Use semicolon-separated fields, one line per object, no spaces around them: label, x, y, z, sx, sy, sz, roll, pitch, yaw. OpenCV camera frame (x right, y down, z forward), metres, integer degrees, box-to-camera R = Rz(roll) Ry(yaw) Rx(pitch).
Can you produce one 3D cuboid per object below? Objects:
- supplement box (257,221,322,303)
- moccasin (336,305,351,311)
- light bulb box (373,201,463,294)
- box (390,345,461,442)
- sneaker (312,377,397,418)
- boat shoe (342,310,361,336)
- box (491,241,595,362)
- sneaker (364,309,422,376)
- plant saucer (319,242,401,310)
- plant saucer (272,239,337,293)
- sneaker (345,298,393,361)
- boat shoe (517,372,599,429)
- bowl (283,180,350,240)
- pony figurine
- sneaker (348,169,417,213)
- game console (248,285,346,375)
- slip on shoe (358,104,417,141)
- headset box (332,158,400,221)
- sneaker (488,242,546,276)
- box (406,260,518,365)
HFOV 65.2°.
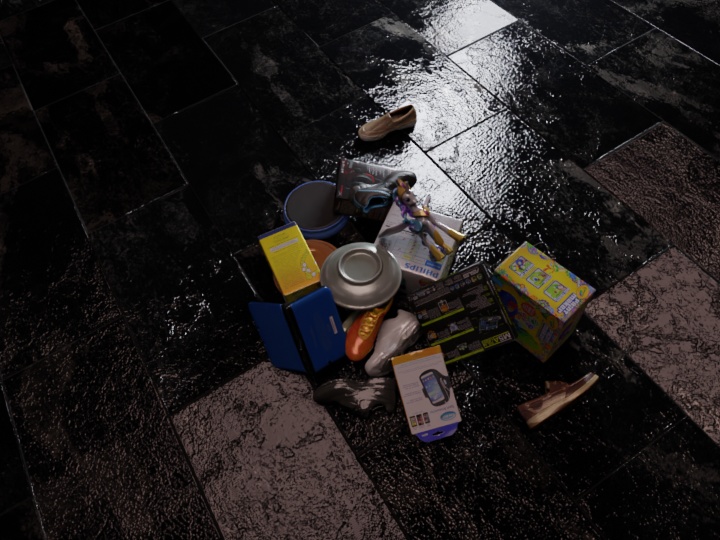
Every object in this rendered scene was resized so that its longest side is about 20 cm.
supplement box;-0.173;-0.006;1.454;0.109;0.109;0.200;-23;59;-9
moccasin;-0.027;0.017;1.471;0.068;0.081;0.200;-3;41;27
light bulb box;0.143;-0.048;1.477;0.198;0.125;0.200;18;62;15
box;0.151;0.283;1.287;0.119;0.041;0.200;-14;80;-3
sneaker;-0.013;0.299;1.304;0.199;0.076;0.091;-5;63;5
boat shoe;0.019;0.114;1.423;0.066;0.072;0.201;35;69;15
box;0.411;0.076;1.323;0.122;0.200;0.193;-39;61;-21
sneaker;0.068;0.175;1.381;0.099;0.078;0.200;29;57;31
plant saucer;0.000;0.000;1.348;0.200;0.050;0.200;-1;53;1
plant saucer;-0.141;-0.003;1.532;0.200;0.032;0.201;-3;57;5
sneaker;0.017;0.121;1.339;0.073;0.077;0.200;23;69;7
boat shoe;0.445;0.278;1.273;0.200;0.072;0.072;-32;61;-7
bowl;-0.128;-0.180;1.639;0.200;0.039;0.201;-2;58;4
pony figurine;0.144;-0.114;1.353;0.166;0.193;0.200;-39;82;-15
sneaker;0.071;-0.206;1.511;0.200;0.073;0.082;-24;46;-14
game console;-0.144;0.137;1.343;0.170;0.200;0.118;-28;31;-21
slip on shoe;0.086;-0.473;1.792;0.200;0.061;0.076;-17;57;-5
headset box;0.028;-0.226;1.608;0.200;0.075;0.149;10;58;-7
sneaker;0.367;-0.008;1.441;0.199;0.104;0.060;-12;56;-2
box;0.235;0.104;1.314;0.200;0.048;0.193;-27;90;25
